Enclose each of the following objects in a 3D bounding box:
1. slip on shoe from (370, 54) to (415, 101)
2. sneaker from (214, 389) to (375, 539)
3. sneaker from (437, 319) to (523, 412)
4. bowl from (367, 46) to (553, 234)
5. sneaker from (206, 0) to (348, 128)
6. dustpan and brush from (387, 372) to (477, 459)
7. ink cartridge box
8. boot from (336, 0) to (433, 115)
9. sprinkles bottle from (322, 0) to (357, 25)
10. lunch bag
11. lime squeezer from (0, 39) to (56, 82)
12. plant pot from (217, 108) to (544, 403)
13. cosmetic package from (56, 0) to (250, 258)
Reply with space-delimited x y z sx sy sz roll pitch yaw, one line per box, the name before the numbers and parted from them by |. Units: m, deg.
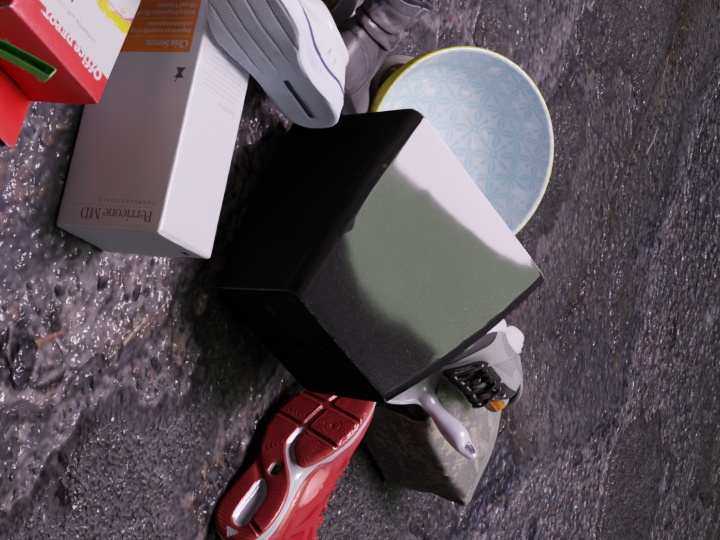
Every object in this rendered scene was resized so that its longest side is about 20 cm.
slip on shoe | 0.072 -0.168 1.689 0.199 0.061 0.076 21 106 -43
sneaker | -0.051 0.195 1.502 0.200 0.078 0.116 -45 144 -25
sneaker | 0.112 0.087 1.513 0.200 0.073 0.080 20 57 -67
bowl | 0.076 -0.120 1.594 0.198 0.108 0.203 -5 104 -22
sneaker | -0.062 -0.186 1.236 0.200 0.072 0.072 60 34 -59
dustpan and brush | 0.046 0.094 1.551 0.139 0.200 0.058 -28 151 -36
ink cartridge box | -0.215 -0.198 1.150 0.116 0.067 0.202 49 53 -52
boot | 0.014 -0.199 1.457 0.132 0.070 0.200 -44 180 8
sprinkles bottle | -0.073 -0.273 1.396 0.200 0.068 0.069 39 60 -56
lunch bag | 0.080 0.104 1.678 0.201 0.116 0.165 -63 147 -27
lime squeezer | -0.282 -0.183 1.041 0.200 0.070 0.038 48 69 -16
plant pot | 0.000 0.000 1.414 0.200 0.199 0.178 50 65 -25
cosmetic package | -0.150 -0.117 1.246 0.071 0.100 0.203 30 67 -58
